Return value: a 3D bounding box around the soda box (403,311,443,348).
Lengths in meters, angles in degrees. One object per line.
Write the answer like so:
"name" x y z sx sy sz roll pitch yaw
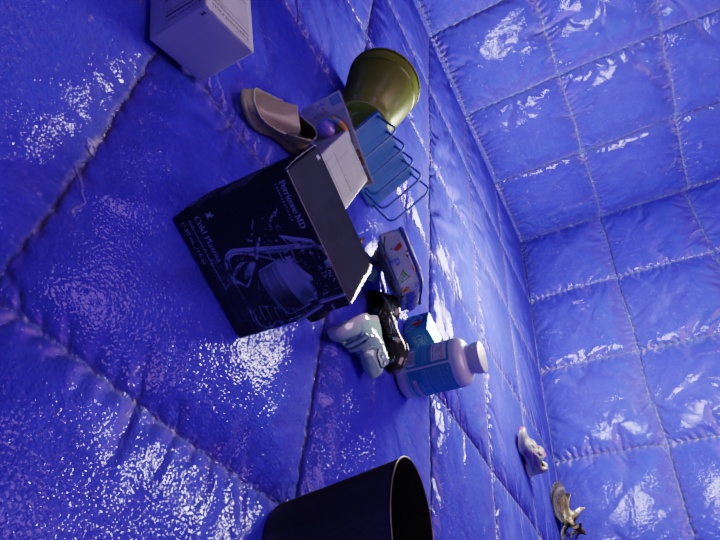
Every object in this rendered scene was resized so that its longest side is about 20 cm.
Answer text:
"soda box" 0.182 0.206 1.493 0.202 0.067 0.065 60 27 -28

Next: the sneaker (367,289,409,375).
"sneaker" 0.049 0.130 1.264 0.079 0.075 0.203 35 34 -41

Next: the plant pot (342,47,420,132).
"plant pot" 0.034 -0.420 1.467 0.202 0.197 0.195 56 40 -32

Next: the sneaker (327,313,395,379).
"sneaker" 0.008 0.150 1.126 0.200 0.073 0.120 8 60 -67

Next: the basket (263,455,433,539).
"basket" -0.018 0.355 0.774 0.136 0.197 0.183 40 40 -52

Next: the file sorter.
"file sorter" 0.055 -0.237 1.373 0.201 0.138 0.123 52 -1 -40

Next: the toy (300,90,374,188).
"toy" -0.058 -0.256 1.225 0.047 0.114 0.203 -38 109 -51

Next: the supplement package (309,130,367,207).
"supplement package" -0.076 -0.175 1.122 0.115 0.108 0.201 64 24 -18

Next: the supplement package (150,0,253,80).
"supplement package" -0.244 -0.422 0.896 0.113 0.108 0.204 33 45 -56

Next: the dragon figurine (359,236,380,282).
"dragon figurine" 0.000 0.000 1.237 0.100 0.058 0.202 57 26 -31

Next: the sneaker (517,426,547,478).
"sneaker" 0.649 0.678 2.196 0.203 0.087 0.081 68 24 -10

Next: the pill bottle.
"pill bottle" 0.184 0.218 1.324 0.111 0.197 0.112 45 36 -46

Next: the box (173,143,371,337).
"box" -0.118 -0.038 0.826 0.202 0.194 0.124 64 25 -18

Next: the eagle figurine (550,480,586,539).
"eagle figurine" 0.873 1.020 2.460 0.201 0.148 0.154 -124 -138 -51

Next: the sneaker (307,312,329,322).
"sneaker" -0.085 -0.012 1.044 0.091 0.075 0.203 42 34 -38

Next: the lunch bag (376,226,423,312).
"lunch bag" 0.095 0.005 1.340 0.201 0.074 0.162 77 -9 -68

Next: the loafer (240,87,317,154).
"loafer" -0.149 -0.286 1.088 0.199 0.067 0.077 23 53 -61
